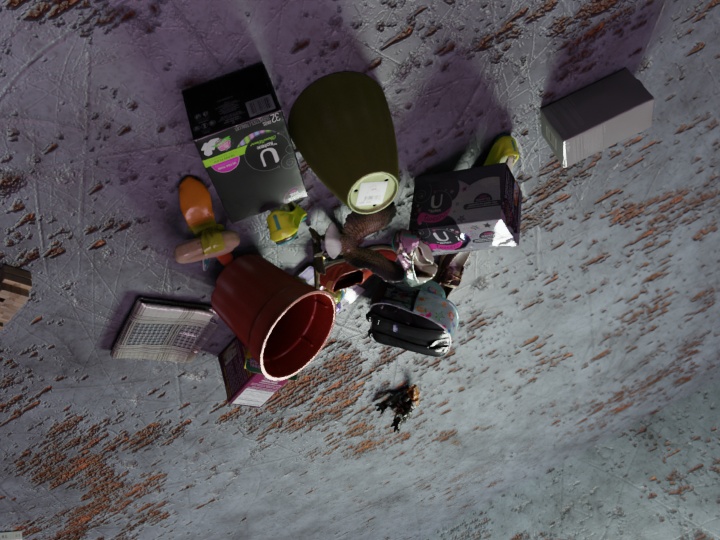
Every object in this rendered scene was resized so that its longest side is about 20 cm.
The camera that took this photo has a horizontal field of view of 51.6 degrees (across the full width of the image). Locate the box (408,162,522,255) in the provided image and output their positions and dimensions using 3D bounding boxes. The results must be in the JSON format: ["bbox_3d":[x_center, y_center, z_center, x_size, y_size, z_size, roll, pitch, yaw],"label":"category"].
[{"bbox_3d":[0.209,-0.118,1.484,0.197,0.134,0.115,-6,151,30],"label":"box"}]

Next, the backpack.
[{"bbox_3d":[0.130,0.109,1.724,0.197,0.152,0.179,19,145,18],"label":"backpack"}]

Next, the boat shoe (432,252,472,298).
[{"bbox_3d":[0.216,0.013,1.757,0.071,0.073,0.201,5,134,-33],"label":"boat shoe"}]

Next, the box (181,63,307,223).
[{"bbox_3d":[-0.187,-0.205,1.231,0.146,0.126,0.201,-19,144,-4],"label":"box"}]

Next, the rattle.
[{"bbox_3d":[-0.297,-0.080,1.408,0.129,0.144,0.200,-35,178,6],"label":"rattle"}]

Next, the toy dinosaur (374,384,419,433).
[{"bbox_3d":[0.123,0.383,2.161,0.135,0.102,0.203,-29,135,-33],"label":"toy dinosaur"}]

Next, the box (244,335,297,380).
[{"bbox_3d":[-0.177,0.147,1.577,0.115,0.202,0.049,13,134,-8],"label":"box"}]

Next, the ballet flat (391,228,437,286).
[{"bbox_3d":[0.117,-0.018,1.506,0.070,0.070,0.201,11,156,22],"label":"ballet flat"}]

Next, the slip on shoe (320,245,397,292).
[{"bbox_3d":[0.000,0.000,1.624,0.197,0.061,0.075,-18,143,-27],"label":"slip on shoe"}]

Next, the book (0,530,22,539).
[{"bbox_3d":[-1.032,0.757,2.004,0.198,0.048,0.134,10,129,-38],"label":"book"}]

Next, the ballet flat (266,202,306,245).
[{"bbox_3d":[-0.139,-0.102,1.368,0.066,0.200,0.068,-23,104,6],"label":"ballet flat"}]

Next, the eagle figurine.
[{"bbox_3d":[-0.004,-0.056,1.519,0.196,0.152,0.154,-5,131,-6],"label":"eagle figurine"}]

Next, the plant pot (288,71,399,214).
[{"bbox_3d":[-0.009,-0.200,1.272,0.184,0.202,0.189,-15,143,-12],"label":"plant pot"}]

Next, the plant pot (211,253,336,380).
[{"bbox_3d":[-0.183,0.078,1.483,0.200,0.194,0.203,-35,144,-30],"label":"plant pot"}]

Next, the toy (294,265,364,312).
[{"bbox_3d":[-0.083,0.064,1.678,0.115,0.048,0.199,-40,140,21],"label":"toy"}]

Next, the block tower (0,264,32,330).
[{"bbox_3d":[-0.680,0.077,1.364,0.200,0.054,0.057,-43,138,22],"label":"block tower"}]

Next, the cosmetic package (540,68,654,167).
[{"bbox_3d":[0.471,-0.305,1.486,0.197,0.108,0.091,-22,143,1],"label":"cosmetic package"}]

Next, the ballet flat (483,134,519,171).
[{"bbox_3d":[0.276,-0.188,1.552,0.066,0.068,0.202,-4,139,-25],"label":"ballet flat"}]

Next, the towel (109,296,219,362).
[{"bbox_3d":[-0.414,0.137,1.598,0.197,0.035,0.193,9,132,-37],"label":"towel"}]

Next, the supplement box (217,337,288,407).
[{"bbox_3d":[-0.223,0.201,1.698,0.102,0.132,0.200,19,127,-42],"label":"supplement box"}]
